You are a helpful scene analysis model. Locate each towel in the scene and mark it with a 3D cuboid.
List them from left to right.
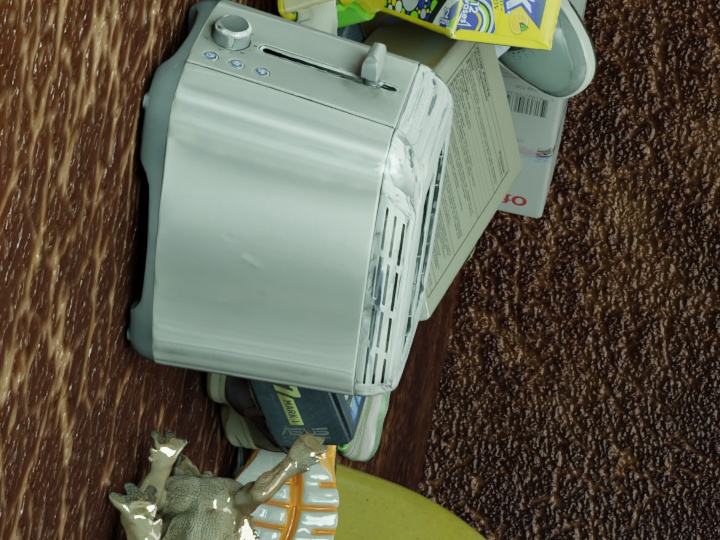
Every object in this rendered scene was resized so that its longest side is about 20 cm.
[{"bbox_3d":[0.011,0.107,2.245,0.200,0.031,0.150,52,49,-82],"label":"towel"}]

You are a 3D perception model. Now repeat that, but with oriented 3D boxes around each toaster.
[{"bbox_3d":[-0.033,-0.022,1.099,0.114,0.129,0.200,-68,169,-54],"label":"toaster"}]

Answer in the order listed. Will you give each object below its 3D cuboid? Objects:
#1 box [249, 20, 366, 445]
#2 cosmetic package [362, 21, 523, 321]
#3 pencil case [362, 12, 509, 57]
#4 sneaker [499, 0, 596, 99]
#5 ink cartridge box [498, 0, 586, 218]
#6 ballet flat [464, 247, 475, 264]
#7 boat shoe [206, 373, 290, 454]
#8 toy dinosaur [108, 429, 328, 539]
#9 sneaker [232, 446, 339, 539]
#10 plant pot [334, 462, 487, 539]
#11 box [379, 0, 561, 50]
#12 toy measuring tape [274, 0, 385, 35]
[{"bbox_3d":[-0.024,-0.026,1.327,0.200,0.051,0.158,-72,151,-45],"label":"box"},{"bbox_3d":[0.021,-0.057,1.278,0.200,0.071,0.105,-53,132,-60],"label":"cosmetic package"},{"bbox_3d":[0.043,-0.136,1.426,0.200,0.091,0.083,-50,-143,33],"label":"pencil case"},{"bbox_3d":[0.077,-0.188,1.656,0.084,0.200,0.121,-42,-179,32],"label":"sneaker"},{"bbox_3d":[0.110,-0.174,2.049,0.200,0.146,0.146,97,7,-48],"label":"ink cartridge box"},{"bbox_3d":[0.000,0.000,1.527,0.200,0.067,0.057,-25,163,-41],"label":"ballet flat"},{"bbox_3d":[-0.050,0.062,1.406,0.200,0.065,0.072,86,20,-66],"label":"boat shoe"},{"bbox_3d":[-0.087,0.156,1.204,0.200,0.086,0.136,-62,171,-50],"label":"toy dinosaur"},{"bbox_3d":[-0.049,0.134,1.537,0.077,0.078,0.200,116,-11,-75],"label":"sneaker"},{"bbox_3d":[0.005,0.258,1.679,0.196,0.200,0.195,91,13,-66],"label":"plant pot"},{"bbox_3d":[0.036,-0.172,1.292,0.200,0.064,0.070,30,-69,60],"label":"box"},{"bbox_3d":[-0.013,-0.128,1.225,0.074,0.073,0.200,91,-4,-61],"label":"toy measuring tape"}]
